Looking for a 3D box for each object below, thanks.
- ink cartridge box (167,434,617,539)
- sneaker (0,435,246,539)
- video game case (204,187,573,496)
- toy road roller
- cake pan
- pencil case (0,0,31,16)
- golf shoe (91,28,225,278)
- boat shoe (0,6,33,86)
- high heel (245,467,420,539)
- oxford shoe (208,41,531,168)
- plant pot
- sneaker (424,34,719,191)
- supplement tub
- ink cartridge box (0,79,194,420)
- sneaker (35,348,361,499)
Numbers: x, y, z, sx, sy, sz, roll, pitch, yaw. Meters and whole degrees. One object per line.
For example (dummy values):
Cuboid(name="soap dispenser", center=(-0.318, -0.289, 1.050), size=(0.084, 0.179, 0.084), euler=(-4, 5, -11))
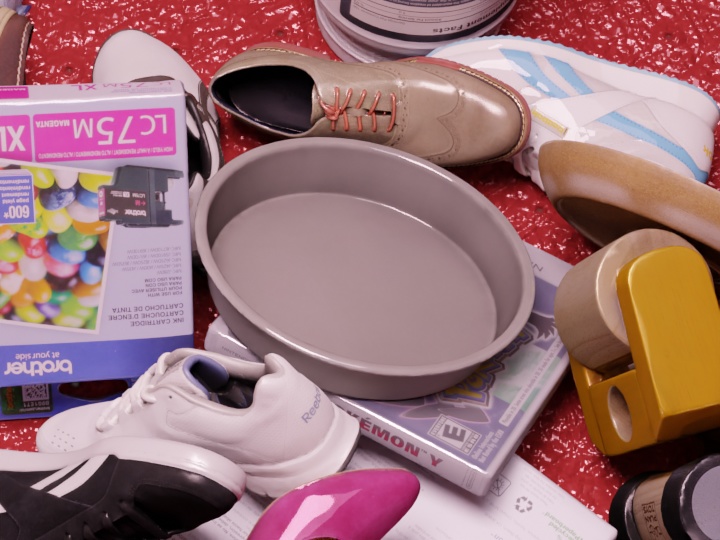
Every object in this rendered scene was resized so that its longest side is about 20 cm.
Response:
Cuboid(name="ink cartridge box", center=(0.007, 0.162, 1.304), size=(0.200, 0.041, 0.200), euler=(37, 63, 19))
Cuboid(name="sneaker", center=(-0.151, 0.154, 1.245), size=(0.200, 0.073, 0.112), euler=(-7, 57, 37))
Cuboid(name="video game case", center=(0.034, 0.027, 1.365), size=(0.182, 0.023, 0.200), euler=(27, 42, 11))
Cuboid(name="toy road roller", center=(0.207, 0.070, 1.307), size=(0.146, 0.123, 0.200), euler=(-15, 84, -15))
Cuboid(name="cake pan", center=(0.000, 0.000, 1.337), size=(0.200, 0.037, 0.200), euler=(10, 41, -9))
Cuboid(name="pencil case", center=(-0.307, -0.209, 1.477), size=(0.200, 0.083, 0.091), euler=(7, 27, -1))
Cuboid(name="golf shoe", center=(-0.118, -0.090, 1.412), size=(0.078, 0.095, 0.200), euler=(-14, 52, -11))
Cuboid(name="boat shoe", center=(-0.211, -0.065, 1.411), size=(0.072, 0.072, 0.200), euler=(10, 62, -8))
Cuboid(name="high heel", center=(-0.044, 0.179, 1.221), size=(0.200, 0.067, 0.096), euler=(-25, 52, -11))
Cuboid(name="oxford shoe", center=(0.003, -0.094, 1.418), size=(0.200, 0.071, 0.075), euler=(7, 14, 19))
Cuboid(name="plant pot", center=(0.188, -0.017, 1.350), size=(0.200, 0.200, 0.028), euler=(26, 83, 11))
Cuboid(name="sneaker", center=(0.121, -0.088, 1.449), size=(0.200, 0.077, 0.081), euler=(11, 62, 5))
Cuboid(name="supplement tub", center=(0.039, -0.222, 1.448), size=(0.140, 0.200, 0.140), euler=(2, 59, -4))
Cuboid(name="ink cartridge box", center=(-0.155, -0.006, 1.316), size=(0.119, 0.200, 0.042), euler=(-3, 20, -7))
Cuboid(name="sneaker", center=(-0.099, 0.079, 1.290), size=(0.200, 0.087, 0.075), euler=(-9, 41, 28))
